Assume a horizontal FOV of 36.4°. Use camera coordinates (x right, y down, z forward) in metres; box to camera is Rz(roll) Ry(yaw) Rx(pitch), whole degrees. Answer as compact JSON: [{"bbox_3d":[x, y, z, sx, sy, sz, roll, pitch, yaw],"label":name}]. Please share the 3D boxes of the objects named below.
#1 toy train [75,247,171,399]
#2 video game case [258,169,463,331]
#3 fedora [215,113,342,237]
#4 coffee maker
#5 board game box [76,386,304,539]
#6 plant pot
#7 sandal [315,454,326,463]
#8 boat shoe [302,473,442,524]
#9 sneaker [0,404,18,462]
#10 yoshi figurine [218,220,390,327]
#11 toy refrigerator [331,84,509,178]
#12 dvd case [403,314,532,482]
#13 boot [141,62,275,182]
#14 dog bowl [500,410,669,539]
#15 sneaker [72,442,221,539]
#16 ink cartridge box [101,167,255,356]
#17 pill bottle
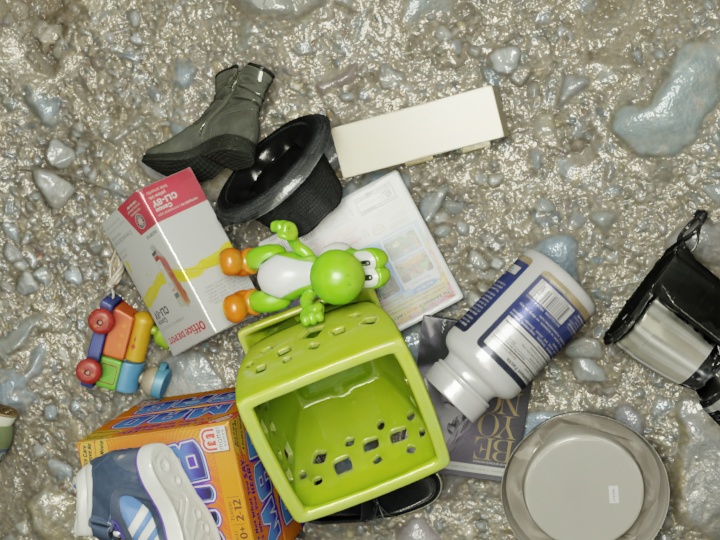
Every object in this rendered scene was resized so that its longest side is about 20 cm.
[{"bbox_3d":[-0.292,0.068,1.443,0.116,0.085,0.200,17,101,-1],"label":"toy train"},{"bbox_3d":[0.000,0.000,1.377,0.200,0.024,0.182,-28,92,4],"label":"video game case"},{"bbox_3d":[-0.085,-0.100,1.330,0.200,0.201,0.092,-37,114,15],"label":"fedora"},{"bbox_3d":[0.414,0.066,1.254,0.200,0.135,0.192,37,103,5],"label":"coffee maker"},{"bbox_3d":[-0.205,0.271,1.387,0.200,0.200,0.200,-10,96,13],"label":"board game box"},{"bbox_3d":[-0.030,0.140,1.282,0.200,0.182,0.199,-22,122,0],"label":"plant pot"},{"bbox_3d":[-0.036,0.159,1.418,0.075,0.048,0.201,13,88,9],"label":"sandal"},{"bbox_3d":[0.009,0.288,1.395,0.200,0.062,0.075,-4,98,-7],"label":"boat shoe"},{"bbox_3d":[-0.580,0.221,1.530,0.200,0.067,0.090,11,95,8],"label":"sneaker"},{"bbox_3d":[-0.069,0.006,1.248,0.200,0.112,0.112,-7,135,21],"label":"yoshi figurine"},{"bbox_3d":[0.074,-0.165,1.327,0.200,0.076,0.070,-14,95,13],"label":"toy refrigerator"},{"bbox_3d":[0.136,0.163,1.375,0.148,0.016,0.200,8,100,-1],"label":"dvd case"},{"bbox_3d":[-0.187,-0.187,1.386,0.200,0.068,0.131,-6,64,41],"label":"boot"},{"bbox_3d":[0.273,0.264,1.346,0.200,0.059,0.200,1,100,7],"label":"dog bowl"},{"bbox_3d":[-0.254,0.301,1.265,0.146,0.081,0.200,-21,97,23],"label":"sneaker"},{"bbox_3d":[-0.224,-0.007,1.376,0.145,0.083,0.200,-27,92,55],"label":"ink cartridge box"},{"bbox_3d":[0.172,0.081,1.298,0.111,0.111,0.200,44,88,3],"label":"pill bottle"}]
